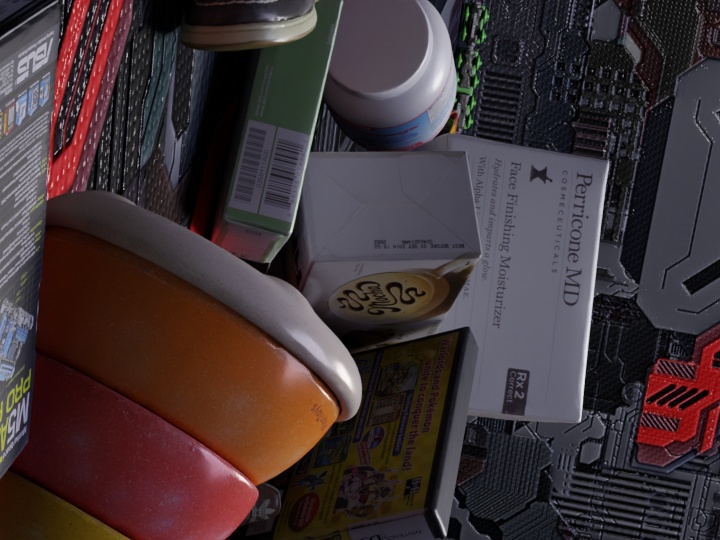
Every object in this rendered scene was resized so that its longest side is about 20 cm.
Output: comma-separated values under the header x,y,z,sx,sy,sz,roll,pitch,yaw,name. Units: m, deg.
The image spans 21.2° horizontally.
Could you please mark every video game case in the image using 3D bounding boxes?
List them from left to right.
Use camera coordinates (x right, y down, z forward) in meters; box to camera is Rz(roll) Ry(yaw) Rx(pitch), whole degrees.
x,y,z,sx,sy,sz,roll,pitch,yaw,name
-0.020,0.118,1.236,0.201,0.179,0.026,-74,145,-57,video game case

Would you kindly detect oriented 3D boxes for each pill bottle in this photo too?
x,y,z,sx,sy,sz,roll,pitch,yaw,name
0.018,-0.157,1.471,0.200,0.108,0.110,45,55,-82,pill bottle

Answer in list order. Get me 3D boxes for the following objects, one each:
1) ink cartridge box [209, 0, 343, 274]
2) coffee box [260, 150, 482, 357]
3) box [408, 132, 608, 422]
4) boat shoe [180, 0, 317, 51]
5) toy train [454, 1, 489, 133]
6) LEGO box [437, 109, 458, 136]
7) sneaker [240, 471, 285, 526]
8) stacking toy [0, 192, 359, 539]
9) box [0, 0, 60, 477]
x,y,z,sx,sy,sz,roll,pitch,yaw,name
-0.058,-0.077,1.188,0.200,0.047,0.147,138,-35,-76,ink cartridge box
0.000,0.000,1.290,0.200,0.112,0.081,116,-30,-62,coffee box
0.091,0.011,1.480,0.200,0.129,0.201,166,-69,-77,box
-0.053,-0.164,1.008,0.201,0.071,0.067,-66,155,-68,boat shoe
0.161,-0.310,2.923,0.056,0.041,0.202,-98,-164,-75,toy train
0.046,-0.062,2.044,0.149,0.076,0.202,-65,164,-69,LEGO box
-0.069,0.101,1.226,0.201,0.075,0.071,-70,168,-57,sneaker
-0.103,0.086,0.725,0.201,0.145,0.146,-60,168,-15,stacking toy
-0.141,0.016,0.554,0.200,0.044,0.162,-65,164,-68,box
